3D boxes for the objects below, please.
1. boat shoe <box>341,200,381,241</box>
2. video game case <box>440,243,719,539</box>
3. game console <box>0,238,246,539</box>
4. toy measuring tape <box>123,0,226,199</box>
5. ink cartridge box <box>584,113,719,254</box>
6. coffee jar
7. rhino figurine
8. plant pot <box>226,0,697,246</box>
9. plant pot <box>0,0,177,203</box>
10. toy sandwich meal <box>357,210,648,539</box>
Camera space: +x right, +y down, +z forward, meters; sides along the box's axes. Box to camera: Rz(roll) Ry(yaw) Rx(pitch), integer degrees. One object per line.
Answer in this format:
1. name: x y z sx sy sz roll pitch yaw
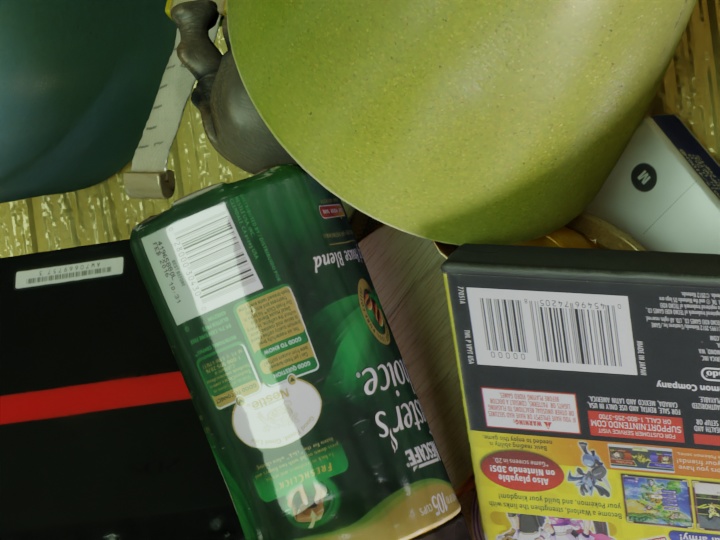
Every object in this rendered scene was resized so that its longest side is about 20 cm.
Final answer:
1. boat shoe: 0.000 0.000 1.184 0.076 0.072 0.201 24 101 -8
2. video game case: 0.137 0.079 1.003 0.199 0.025 0.182 3 115 28
3. game console: -0.130 0.070 1.136 0.199 0.031 0.178 -8 60 11
4. toy measuring tape: -0.058 -0.114 1.177 0.073 0.074 0.201 4 68 31
5. ink cartridge box: 0.130 0.068 1.116 0.200 0.041 0.200 50 118 18
6. coffee jar: -0.020 0.059 1.043 0.085 0.104 0.201 -22 88 12
7. rhino figurine: 0.018 -0.084 1.111 0.060 0.199 0.088 122 144 -65
8. plant pot: 0.069 -0.141 1.000 0.188 0.187 0.200 57 142 14
9. plant pot: -0.215 -0.120 1.225 0.200 0.161 0.202 10 109 32
10. toy sandwich meal: 0.062 0.058 1.092 0.204 0.070 0.207 5 100 33
